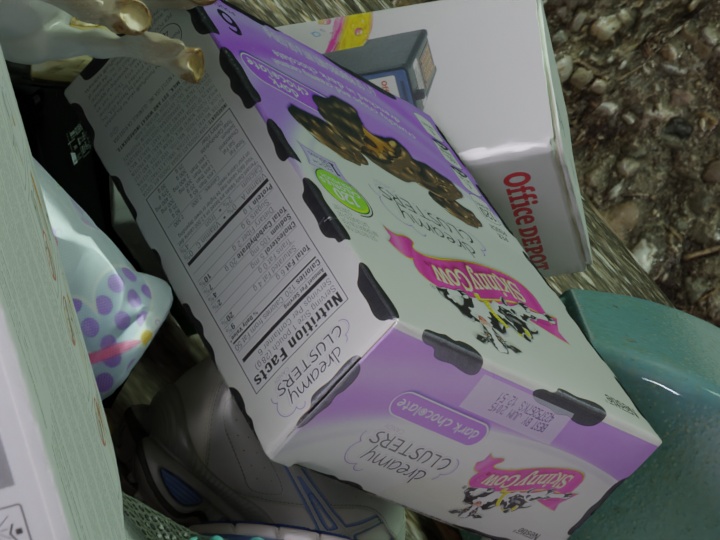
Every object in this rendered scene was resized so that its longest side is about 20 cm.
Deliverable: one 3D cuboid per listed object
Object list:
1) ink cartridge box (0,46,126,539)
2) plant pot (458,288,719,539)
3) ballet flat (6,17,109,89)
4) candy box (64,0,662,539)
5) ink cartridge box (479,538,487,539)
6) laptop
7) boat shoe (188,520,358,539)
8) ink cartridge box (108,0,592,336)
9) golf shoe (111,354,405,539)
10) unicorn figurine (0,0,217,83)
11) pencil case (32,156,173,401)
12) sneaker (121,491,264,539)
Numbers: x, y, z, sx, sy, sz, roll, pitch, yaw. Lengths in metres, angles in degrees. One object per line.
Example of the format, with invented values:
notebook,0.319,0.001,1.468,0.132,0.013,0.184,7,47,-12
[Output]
ink cartridge box,-0.107,0.027,0.771,0.200,0.050,0.163,-111,-173,-62
plant pot,0.152,0.123,1.422,0.200,0.197,0.196,37,11,-11
ballet flat,-0.167,-0.117,1.095,0.200,0.057,0.066,26,14,32
candy box,0.000,0.000,1.016,0.168,0.072,0.200,26,24,-47
ink cartridge box,0.119,0.225,1.263,0.200,0.044,0.174,47,21,-5
laptop,-0.174,-0.043,1.161,0.187,0.115,0.201,-74,149,-79
boat shoe,0.023,0.148,1.004,0.199,0.073,0.072,19,-9,-9
ink cartridge box,-0.002,-0.046,1.222,0.145,0.199,0.088,64,20,-66
golf shoe,-0.003,0.096,1.077,0.200,0.097,0.078,41,9,-39
unicorn figurine,-0.124,-0.096,0.964,0.137,0.074,0.200,7,-31,15
pencil case,-0.158,-0.026,0.932,0.200,0.083,0.091,44,-16,-14
sneaker,-0.021,0.118,0.908,0.200,0.091,0.078,42,9,-30
